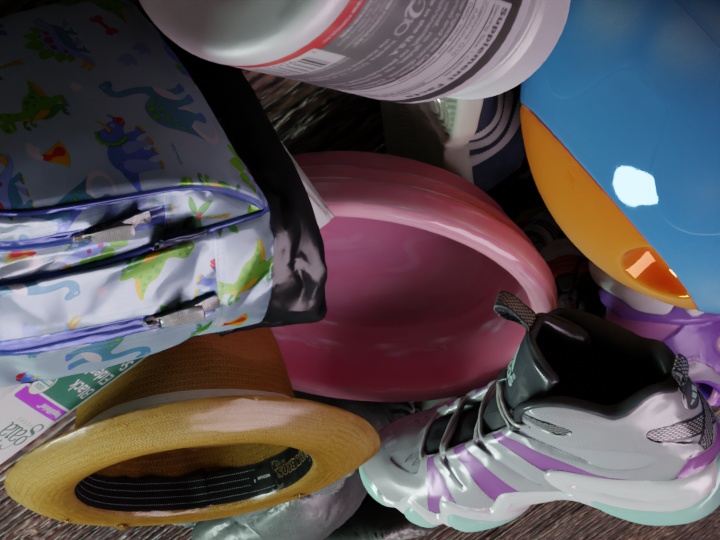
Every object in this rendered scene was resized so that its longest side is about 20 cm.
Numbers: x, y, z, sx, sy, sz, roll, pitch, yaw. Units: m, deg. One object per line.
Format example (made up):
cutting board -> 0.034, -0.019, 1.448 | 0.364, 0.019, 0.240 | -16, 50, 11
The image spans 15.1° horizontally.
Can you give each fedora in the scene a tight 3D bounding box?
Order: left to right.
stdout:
fedora -> -0.086, 0.068, 1.343 | 0.200, 0.082, 0.201 | -9, 163, -3

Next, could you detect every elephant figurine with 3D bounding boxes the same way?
elephant figurine -> -0.012, 0.093, 1.542 | 0.200, 0.155, 0.142 | -8, 137, -44

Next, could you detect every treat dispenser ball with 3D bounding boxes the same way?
treat dispenser ball -> 0.174, -0.079, 1.278 | 0.200, 0.201, 0.201 | -30, 158, -13

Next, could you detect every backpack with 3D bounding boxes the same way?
backpack -> -0.132, -0.030, 1.096 | 0.199, 0.163, 0.154 | -22, 148, -14

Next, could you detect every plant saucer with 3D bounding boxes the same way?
plant saucer -> 0.000, 0.000, 1.363 | 0.200, 0.051, 0.201 | 4, 150, 3

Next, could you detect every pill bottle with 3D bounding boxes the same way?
pill bottle -> 0.002, -0.130, 1.116 | 0.114, 0.114, 0.200 | -43, 158, 21

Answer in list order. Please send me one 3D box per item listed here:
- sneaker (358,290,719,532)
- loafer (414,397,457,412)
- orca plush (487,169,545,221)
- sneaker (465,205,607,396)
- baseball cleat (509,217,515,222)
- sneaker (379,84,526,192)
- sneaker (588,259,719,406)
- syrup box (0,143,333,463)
sneaker -> 0.077, 0.061, 1.343 | 0.199, 0.078, 0.140 | -5, 138, 22
loafer -> 0.057, 0.078, 1.719 | 0.200, 0.072, 0.063 | -31, 140, -29
orca plush -> 0.137, -0.083, 1.414 | 0.200, 0.105, 0.071 | -28, -168, 23
sneaker -> 0.097, 0.048, 1.485 | 0.077, 0.082, 0.200 | 2, 135, -14
baseball cleat -> 0.050, -0.018, 1.511 | 0.106, 0.070, 0.200 | -47, 164, -7
sneaker -> 0.056, -0.098, 1.332 | 0.084, 0.075, 0.200 | -37, 166, -11
sneaker -> 0.204, 0.025, 1.410 | 0.199, 0.080, 0.089 | -5, 110, -26
syrup box -> -0.121, -0.004, 1.242 | 0.200, 0.082, 0.079 | -37, 158, 1
